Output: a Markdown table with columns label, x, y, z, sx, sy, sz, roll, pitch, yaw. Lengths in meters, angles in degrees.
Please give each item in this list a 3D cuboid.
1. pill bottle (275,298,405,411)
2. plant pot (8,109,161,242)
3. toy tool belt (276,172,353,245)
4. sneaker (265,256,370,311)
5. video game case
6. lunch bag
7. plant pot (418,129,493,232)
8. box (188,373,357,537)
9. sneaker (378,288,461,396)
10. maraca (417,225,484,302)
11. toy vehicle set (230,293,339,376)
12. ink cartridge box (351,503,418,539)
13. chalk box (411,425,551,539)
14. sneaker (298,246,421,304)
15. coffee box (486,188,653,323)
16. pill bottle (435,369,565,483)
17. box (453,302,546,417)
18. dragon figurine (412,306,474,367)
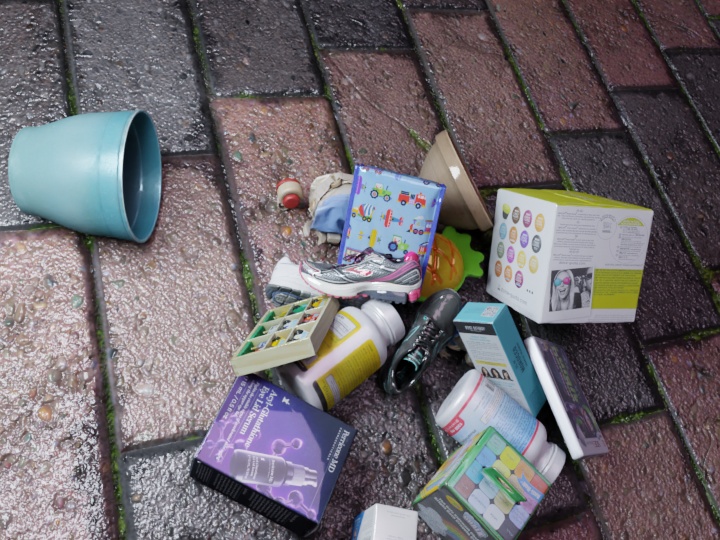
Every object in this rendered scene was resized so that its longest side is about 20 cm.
| label | x | y | z | sx | sy | sz | roll | pitch | yaw |
| --- | --- | --- | --- | --- | --- | --- | --- | --- | --- |
| pill bottle | -0.027 | 0.128 | 1.091 | 0.198 | 0.112 | 0.112 | -35 | 77 | -22 |
| plant pot | -0.427 | -0.148 | 1.083 | 0.183 | 0.201 | 0.204 | 2 | 60 | 0 |
| toy tool belt | -0.045 | -0.101 | 1.221 | 0.195 | 0.126 | 0.125 | 0 | 53 | -18 |
| sneaker | -0.059 | 0.028 | 1.176 | 0.196 | 0.075 | 0.089 | 17 | 52 | -11 |
| video game case | 0.351 | 0.215 | 1.179 | 0.181 | 0.023 | 0.204 | 20 | 46 | -57 |
| lunch bag | 0.046 | -0.058 | 1.145 | 0.147 | 0.094 | 0.205 | 14 | 100 | 4 |
| plant pot | 0.169 | -0.154 | 1.316 | 0.091 | 0.200 | 0.204 | -25 | 67 | 14 |
| box | -0.125 | 0.262 | 1.003 | 0.197 | 0.105 | 0.150 | 27 | 56 | -3 |
| sneaker | 0.104 | 0.121 | 1.126 | 0.075 | 0.079 | 0.202 | 33 | 89 | -3 |
| maraca | 0.133 | -0.014 | 1.242 | 0.197 | 0.107 | 0.139 | -20 | 68 | -28 |
| toy vehicle set | -0.107 | 0.090 | 1.043 | 0.122 | 0.200 | 0.027 | -17 | 104 | 13 |
| ink cartridge box | 0.023 | 0.437 | 0.951 | 0.066 | 0.117 | 0.204 | 14 | 59 | -11 |
| chalk box | 0.182 | 0.324 | 1.017 | 0.124 | 0.201 | 0.123 | 44 | 58 | 9 |
| sneaker | 0.000 | 0.000 | 1.105 | 0.195 | 0.077 | 0.081 | 4 | 16 | 1 |
| coffee box | 0.361 | -0.032 | 1.232 | 0.195 | 0.200 | 0.203 | 1 | 103 | -18 |
| pill bottle | 0.227 | 0.262 | 1.122 | 0.199 | 0.109 | 0.109 | 38 | 57 | 5 |
| box | 0.231 | 0.148 | 1.144 | 0.049 | 0.081 | 0.203 | -43 | 118 | -33 |
| dragon figurine | 0.176 | 0.103 | 1.221 | 0.196 | 0.059 | 0.101 | 17 | 58 | -10 |
